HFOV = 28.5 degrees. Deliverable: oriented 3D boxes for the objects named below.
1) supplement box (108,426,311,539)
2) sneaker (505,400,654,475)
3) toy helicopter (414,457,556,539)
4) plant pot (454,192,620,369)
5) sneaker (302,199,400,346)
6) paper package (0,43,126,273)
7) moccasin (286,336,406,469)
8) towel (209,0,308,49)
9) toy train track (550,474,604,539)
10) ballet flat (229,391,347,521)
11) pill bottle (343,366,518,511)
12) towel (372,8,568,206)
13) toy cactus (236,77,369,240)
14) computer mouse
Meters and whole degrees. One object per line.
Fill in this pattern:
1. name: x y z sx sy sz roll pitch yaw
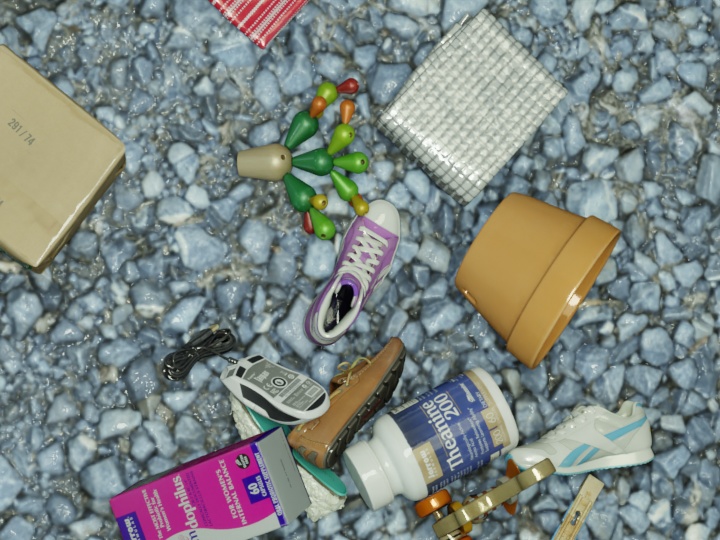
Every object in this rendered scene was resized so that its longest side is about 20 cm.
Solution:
1. supplement box: -0.174 0.268 1.642 0.198 0.103 0.102 -23 89 15
2. sneaker: 0.270 0.212 1.775 0.197 0.076 0.082 -7 87 -19
3. toy helicopter: 0.168 0.270 1.698 0.131 0.200 0.080 -16 73 -44
4. plant pot: 0.207 -0.001 1.731 0.139 0.200 0.201 34 80 11
5. sneaker: 0.001 0.001 1.726 0.072 0.114 0.203 26 80 -5
6. paper package: -0.403 -0.129 1.674 0.199 0.103 0.192 38 81 -5
7. moccasin: -0.014 0.151 1.717 0.077 0.074 0.202 30 61 20
8. towel: -0.149 -0.397 1.784 0.200 0.022 0.145 43 80 -4
9. toy train track: 0.246 0.349 1.779 0.114 0.033 0.201 32 75 2
10. ballet flat: -0.101 0.225 1.715 0.072 0.072 0.200 -43 91 -11
11. pill bottle: 0.083 0.209 1.721 0.198 0.111 0.112 -27 89 -11
12. towel: 0.136 -0.206 1.786 0.165 0.086 0.200 42 81 -2
13. toy cactus: -0.068 -0.136 1.750 0.162 0.102 0.204 -1 87 10
14. computer mouse: -0.128 0.135 1.675 0.198 0.044 0.109 27 35 20
